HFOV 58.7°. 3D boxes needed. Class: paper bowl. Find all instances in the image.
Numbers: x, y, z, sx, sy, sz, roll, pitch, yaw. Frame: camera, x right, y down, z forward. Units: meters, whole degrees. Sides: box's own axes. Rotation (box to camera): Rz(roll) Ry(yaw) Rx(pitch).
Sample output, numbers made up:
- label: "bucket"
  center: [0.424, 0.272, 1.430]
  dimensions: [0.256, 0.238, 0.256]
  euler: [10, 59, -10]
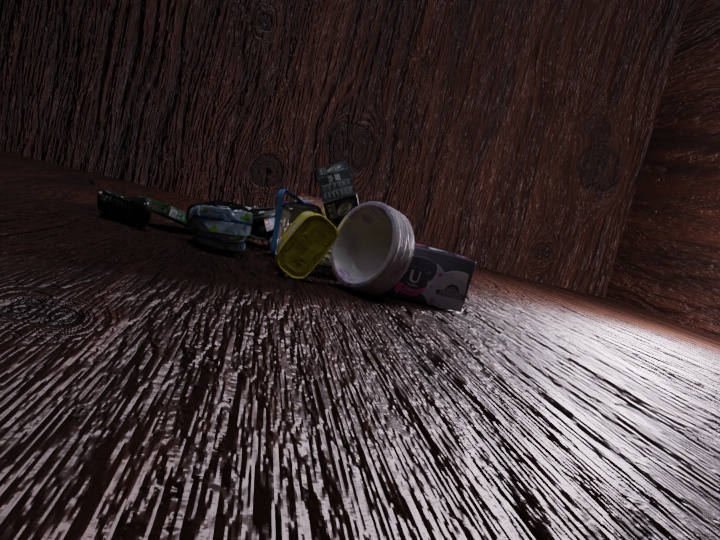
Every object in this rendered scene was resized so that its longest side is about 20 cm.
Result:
- label: "paper bowl"
  center: [0.036, -0.044, 1.428]
  dimensions: [0.104, 0.202, 0.200]
  euler: [23, -2, -44]

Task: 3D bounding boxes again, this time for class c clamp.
- label: "c clamp"
  center: [-0.275, -0.166, 1.829]
  dimensions: [0.199, 0.027, 0.171]
  euler: [0, 24, 36]

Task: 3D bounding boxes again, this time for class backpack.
- label: "backpack"
  center: [-0.335, -0.110, 1.559]
  dimensions: [0.162, 0.155, 0.200]
  euler: [14, -16, -25]

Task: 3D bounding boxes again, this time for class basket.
- label: "basket"
  center: [-0.169, -0.107, 1.666]
  dimensions: [0.138, 0.178, 0.200]
  euler: [6, -4, 27]

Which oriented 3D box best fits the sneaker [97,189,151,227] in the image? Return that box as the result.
- label: "sneaker"
  center: [-0.597, -0.157, 1.614]
  dimensions: [0.114, 0.077, 0.199]
  euler: [7, 6, -37]

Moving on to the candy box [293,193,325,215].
- label: "candy box"
  center: [-0.128, -0.126, 1.915]
  dimensions: [0.116, 0.201, 0.057]
  euler: [16, 47, 24]

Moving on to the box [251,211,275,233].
- label: "box"
  center: [-0.300, -0.141, 1.874]
  dimensions: [0.199, 0.038, 0.136]
  euler: [-1, 17, 38]

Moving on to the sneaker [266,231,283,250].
- label: "sneaker"
  center: [-0.231, -0.084, 1.823]
  dimensions: [0.145, 0.078, 0.202]
  euler: [4, 11, 32]

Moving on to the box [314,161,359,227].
- label: "box"
  center: [-0.048, -0.156, 1.616]
  dimensions: [0.085, 0.165, 0.200]
  euler: [-15, 33, -1]

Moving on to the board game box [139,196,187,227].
- label: "board game box"
  center: [-0.497, -0.146, 1.765]
  dimensions: [0.134, 0.029, 0.200]
  euler: [17, -5, 33]

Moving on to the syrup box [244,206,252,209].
- label: "syrup box"
  center: [-0.404, -0.189, 2.338]
  dimensions: [0.078, 0.082, 0.200]
  euler: [18, 8, 29]

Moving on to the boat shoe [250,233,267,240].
- label: "boat shoe"
  center: [-0.300, -0.123, 2.097]
  dimensions: [0.198, 0.073, 0.071]
  euler: [1, 18, -18]

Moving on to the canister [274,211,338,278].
- label: "canister"
  center: [-0.131, -0.066, 1.478]
  dimensions: [0.086, 0.149, 0.200]
  euler: [39, 1, -13]

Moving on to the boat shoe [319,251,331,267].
- label: "boat shoe"
  center: [-0.058, -0.038, 1.816]
  dimensions: [0.199, 0.064, 0.073]
  euler: [11, 7, -29]

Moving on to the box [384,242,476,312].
- label: "box"
  center: [0.155, 0.009, 1.538]
  dimensions: [0.199, 0.133, 0.115]
  euler: [14, 7, -11]
